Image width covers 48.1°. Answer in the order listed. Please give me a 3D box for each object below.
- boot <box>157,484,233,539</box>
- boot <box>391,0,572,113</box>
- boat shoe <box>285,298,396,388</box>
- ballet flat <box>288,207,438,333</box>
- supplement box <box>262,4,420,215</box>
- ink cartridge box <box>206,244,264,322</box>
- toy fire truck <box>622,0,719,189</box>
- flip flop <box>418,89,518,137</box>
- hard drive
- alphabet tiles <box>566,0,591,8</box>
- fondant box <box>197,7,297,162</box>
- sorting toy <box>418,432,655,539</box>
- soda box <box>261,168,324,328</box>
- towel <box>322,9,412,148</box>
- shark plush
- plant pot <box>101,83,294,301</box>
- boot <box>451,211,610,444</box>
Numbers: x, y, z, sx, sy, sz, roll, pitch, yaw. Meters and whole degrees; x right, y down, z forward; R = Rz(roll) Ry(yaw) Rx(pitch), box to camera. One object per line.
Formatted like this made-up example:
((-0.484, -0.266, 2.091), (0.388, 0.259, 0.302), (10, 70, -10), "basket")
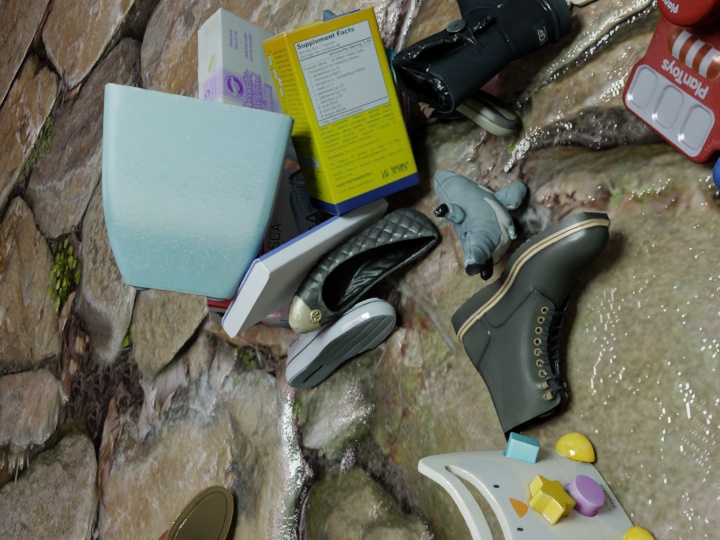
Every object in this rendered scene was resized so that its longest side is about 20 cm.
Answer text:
((-0.248, 0.386, 1.135), (0.203, 0.076, 0.155), (-68, 13, -10), "boot")
((0.100, -0.257, 0.848), (0.167, 0.077, 0.201), (-31, 45, -7), "boot")
((-0.036, 0.073, 0.972), (0.199, 0.073, 0.068), (-38, 54, 38), "boat shoe")
((0.000, 0.000, 0.902), (0.199, 0.067, 0.057), (-40, 39, -8), "ballet flat")
((-0.023, -0.180, 0.917), (0.109, 0.107, 0.203), (25, 134, 68), "supplement box")
((-0.166, 0.001, 1.084), (0.200, 0.066, 0.118), (127, 149, -75), "ink cartridge box")
((0.302, -0.157, 0.635), (0.201, 0.110, 0.170), (-122, 35, -43), "toy fire truck")
((0.099, -0.190, 0.904), (0.200, 0.080, 0.058), (47, 128, 40), "flip flop")
((-0.062, -0.008, 0.925), (0.025, 0.199, 0.132), (47, 137, 11), "hard drive")
((0.233, -0.367, 0.836), (0.198, 0.014, 0.199), (-15, 70, 47), "alphabet tiles")
((-0.118, -0.235, 1.069), (0.058, 0.198, 0.147), (-26, 60, 42), "fondant box")
((0.131, 0.206, 0.650), (0.107, 0.178, 0.201), (-52, 45, 25), "sorting toy")
((-0.088, -0.028, 1.052), (0.067, 0.064, 0.204), (3, 77, 5), "soda box")
((0.010, -0.223, 0.989), (0.200, 0.021, 0.148), (51, 156, 47), "towel")
((0.100, -0.037, 0.786), (0.091, 0.083, 0.201), (-50, 11, 36), "shark plush")
((-0.188, -0.075, 0.902), (0.196, 0.192, 0.204), (-175, 94, -82), "plant pot")
((0.177, 0.056, 0.737), (0.201, 0.076, 0.140), (-53, 47, 44), "boot")
